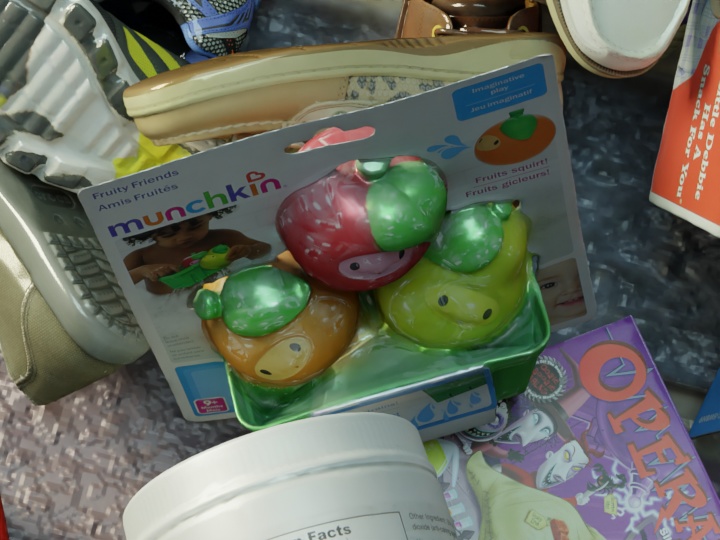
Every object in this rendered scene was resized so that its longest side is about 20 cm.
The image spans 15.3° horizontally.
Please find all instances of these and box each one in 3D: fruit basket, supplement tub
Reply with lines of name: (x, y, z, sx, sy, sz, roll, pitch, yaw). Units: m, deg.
fruit basket: (0.000, 0.000, 1.056, 0.184, 0.200, 0.094, -16, 65, 0)
supplement tub: (-0.008, 0.172, 1.041, 0.131, 0.132, 0.201, -14, 68, -10)

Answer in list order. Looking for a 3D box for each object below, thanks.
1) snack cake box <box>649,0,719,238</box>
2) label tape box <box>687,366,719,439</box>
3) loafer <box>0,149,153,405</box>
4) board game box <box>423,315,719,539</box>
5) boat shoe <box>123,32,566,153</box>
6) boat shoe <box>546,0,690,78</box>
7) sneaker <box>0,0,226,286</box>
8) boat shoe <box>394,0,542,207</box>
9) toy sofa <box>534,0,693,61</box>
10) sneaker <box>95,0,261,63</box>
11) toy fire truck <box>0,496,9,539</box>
snack cake box: (0.185, -0.109, 1.084, 0.067, 0.115, 0.201, 10, 99, -17)
label tape box: (0.230, -0.012, 1.124, 0.063, 0.144, 0.201, 29, 70, -17)
loafer: (-0.159, -0.025, 1.138, 0.070, 0.075, 0.200, -46, 55, 22)
board game box: (0.100, 0.130, 1.122, 0.119, 0.032, 0.201, -19, 70, -14)
boat shoe: (0.000, -0.062, 1.094, 0.199, 0.073, 0.063, -6, 96, -25)
boat shoe: (0.123, -0.179, 1.082, 0.074, 0.068, 0.201, 10, 87, -23)
sneaker: (-0.110, -0.070, 1.132, 0.074, 0.085, 0.200, -41, 114, 13)
boat shoe: (0.046, -0.098, 1.191, 0.071, 0.068, 0.201, 5, 67, -3)
toy sofa: (0.073, -0.167, 1.132, 0.199, 0.098, 0.083, 16, 60, -24)
sneaker: (-0.139, -0.129, 1.181, 0.199, 0.075, 0.079, 5, 58, -1)
toy fire truck: (-0.216, 0.124, 1.006, 0.175, 0.200, 0.129, -11, 68, -9)
